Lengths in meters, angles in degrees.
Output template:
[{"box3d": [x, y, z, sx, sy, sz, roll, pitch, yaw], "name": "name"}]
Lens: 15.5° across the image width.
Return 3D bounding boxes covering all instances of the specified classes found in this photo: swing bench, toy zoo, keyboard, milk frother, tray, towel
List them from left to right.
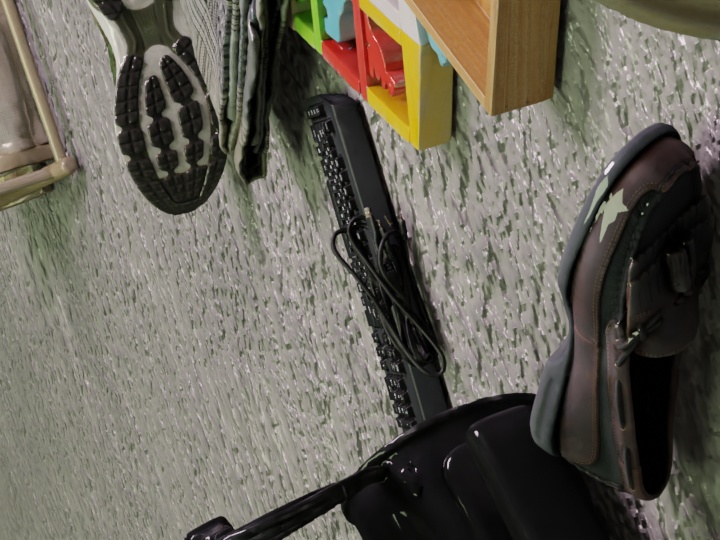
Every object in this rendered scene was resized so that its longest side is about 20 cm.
[{"box3d": [-0.332, -0.145, 2.177, 0.200, 0.130, 0.199, 165, 87, -77], "name": "swing bench"}, {"box3d": [-0.088, -0.176, 1.536, 0.193, 0.035, 0.200, 101, 153, -56], "name": "towel"}, {"box3d": [0.000, 0.000, 1.469, 0.104, 0.040, 0.200, 171, 81, -73], "name": "keyboard"}, {"box3d": [0.004, -0.147, 1.349, 0.200, 0.020, 0.131, -131, 29, -52], "name": "toy zoo"}, {"box3d": [0.036, 0.173, 1.236, 0.188, 0.200, 0.181, 63, -179, 27], "name": "milk frother"}, {"box3d": [0.054, -0.176, 1.152, 0.200, 0.037, 0.099, 92, 154, -44], "name": "tray"}]

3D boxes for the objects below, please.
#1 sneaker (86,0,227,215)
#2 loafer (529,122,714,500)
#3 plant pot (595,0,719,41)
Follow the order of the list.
[{"box3d": [-0.131, -0.134, 1.706, 0.089, 0.077, 0.200, 162, 96, -85], "name": "sneaker"}, {"box3d": [0.121, 0.022, 1.107, 0.063, 0.072, 0.200, 40, 147, 23], "name": "loafer"}, {"box3d": [0.134, -0.183, 0.702, 0.183, 0.200, 0.201, -28, 80, 60], "name": "plant pot"}]
